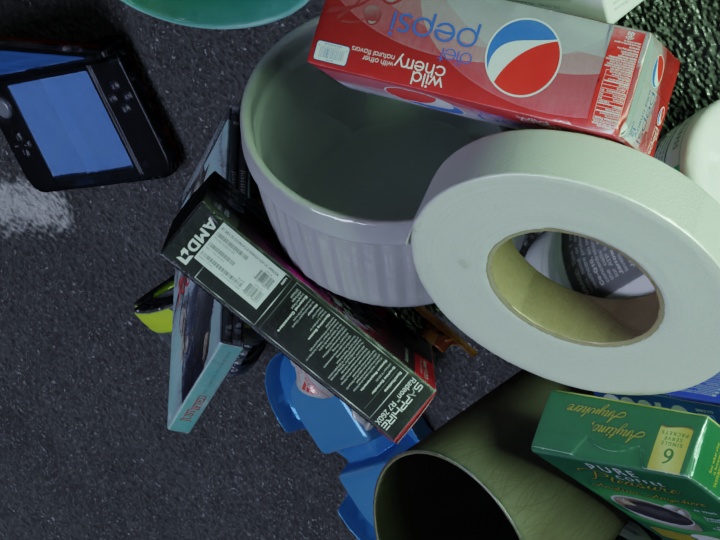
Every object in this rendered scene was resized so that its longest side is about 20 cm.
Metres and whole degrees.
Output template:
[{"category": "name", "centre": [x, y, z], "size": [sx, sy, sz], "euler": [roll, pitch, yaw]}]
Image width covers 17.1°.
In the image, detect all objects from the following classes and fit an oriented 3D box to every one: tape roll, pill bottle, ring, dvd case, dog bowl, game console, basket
[{"category": "tape roll", "centre": [0.127, -0.002, 1.380], "size": [0.202, 0.037, 0.203], "euler": [17, 146, 11]}, {"category": "pill bottle", "centre": [0.189, -0.019, 1.458], "size": [0.113, 0.113, 0.200], "euler": [52, 144, -2]}, {"category": "ring", "centre": [0.000, 0.000, 1.660], "size": [0.200, 0.019, 0.200], "euler": [40, -179, -1]}, {"category": "dvd case", "centre": [-0.111, 0.000, 1.757], "size": [0.022, 0.201, 0.146], "euler": [11, 149, -16]}, {"category": "dog bowl", "centre": [0.008, 0.133, 1.841], "size": [0.111, 0.050, 0.200], "euler": [-21, 105, 53]}, {"category": "game console", "centre": [-0.266, -0.119, 1.859], "size": [0.200, 0.119, 0.173], "euler": [-3, 118, 49]}, {"category": "basket", "centre": [0.122, 0.134, 1.587], "size": [0.136, 0.200, 0.181], "euler": [27, 139, 30]}]

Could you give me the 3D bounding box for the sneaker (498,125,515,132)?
[{"category": "sneaker", "centre": [0.100, -0.142, 1.438], "size": [0.074, 0.079, 0.201], "euler": [-45, 56, 50]}]

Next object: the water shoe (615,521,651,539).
[{"category": "water shoe", "centre": [0.113, 0.207, 1.731], "size": [0.199, 0.079, 0.072], "euler": [2, 121, 28]}]

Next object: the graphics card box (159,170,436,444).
[{"category": "graphics card box", "centre": [-0.039, 0.022, 1.581], "size": [0.200, 0.125, 0.051], "euler": [38, 100, -6]}]

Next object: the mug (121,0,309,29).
[{"category": "mug", "centre": [-0.107, -0.250, 1.533], "size": [0.185, 0.115, 0.152], "euler": [27, 146, -36]}]

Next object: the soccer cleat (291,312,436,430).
[{"category": "soccer cleat", "centre": [-0.029, 0.044, 1.708], "size": [0.200, 0.085, 0.069], "euler": [39, -179, -39]}]

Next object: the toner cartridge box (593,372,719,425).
[{"category": "toner cartridge box", "centre": [0.251, 0.074, 1.488], "size": [0.200, 0.095, 0.043], "euler": [8, 128, 44]}]

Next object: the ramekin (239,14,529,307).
[{"category": "ramekin", "centre": [0.026, -0.070, 1.528], "size": [0.200, 0.200, 0.105], "euler": [30, 148, 26]}]

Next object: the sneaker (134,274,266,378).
[{"category": "sneaker", "centre": [-0.093, 0.041, 1.864], "size": [0.200, 0.074, 0.081], "euler": [0, 129, 55]}]

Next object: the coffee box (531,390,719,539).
[{"category": "coffee box", "centre": [0.209, 0.136, 1.485], "size": [0.123, 0.044, 0.200], "euler": [8, 161, 44]}]

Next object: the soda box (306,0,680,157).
[{"category": "soda box", "centre": [0.076, -0.119, 1.367], "size": [0.199, 0.064, 0.070], "euler": [16, 177, 24]}]

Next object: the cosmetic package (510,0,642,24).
[{"category": "cosmetic package", "centre": [0.122, -0.251, 1.335], "size": [0.085, 0.108, 0.201], "euler": [14, 129, 42]}]
